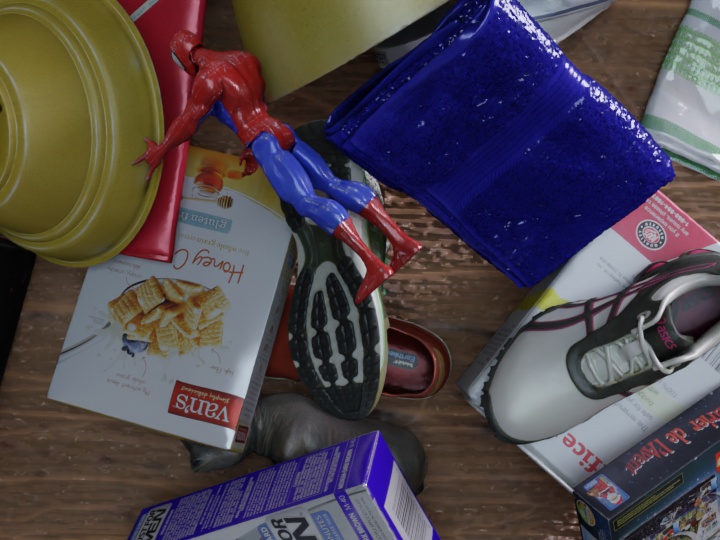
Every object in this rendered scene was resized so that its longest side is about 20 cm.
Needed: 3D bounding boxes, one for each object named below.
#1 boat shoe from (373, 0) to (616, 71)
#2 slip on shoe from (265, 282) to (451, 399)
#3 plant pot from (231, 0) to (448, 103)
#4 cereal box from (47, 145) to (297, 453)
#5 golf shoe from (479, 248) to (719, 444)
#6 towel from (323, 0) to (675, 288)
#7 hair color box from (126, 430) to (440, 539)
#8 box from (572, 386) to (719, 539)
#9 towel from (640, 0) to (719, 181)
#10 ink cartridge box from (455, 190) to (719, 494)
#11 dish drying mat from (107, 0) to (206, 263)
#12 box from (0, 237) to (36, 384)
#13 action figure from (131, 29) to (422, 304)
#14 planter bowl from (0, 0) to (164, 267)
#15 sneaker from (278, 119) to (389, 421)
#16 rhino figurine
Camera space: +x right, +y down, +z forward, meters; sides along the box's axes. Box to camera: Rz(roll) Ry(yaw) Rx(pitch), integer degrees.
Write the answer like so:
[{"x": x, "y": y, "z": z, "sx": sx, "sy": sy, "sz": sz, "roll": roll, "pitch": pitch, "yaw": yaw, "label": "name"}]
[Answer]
[{"x": 0.110, "y": -0.170, "z": 0.798, "sx": 0.197, "sy": 0.071, "sz": 0.071, "roll": -23, "pitch": 117, "yaw": -6, "label": "boat shoe"}, {"x": -0.029, "y": 0.053, "z": 0.786, "sx": 0.197, "sy": 0.061, "sz": 0.075, "roll": 13, "pitch": 91, "yaw": 1, "label": "slip on shoe"}, {"x": -0.013, "y": -0.224, "z": 0.709, "sx": 0.198, "sy": 0.200, "sz": 0.143, "roll": -30, "pitch": 102, "yaw": -2, "label": "plant pot"}, {"x": -0.125, "y": 0.014, "z": 0.765, "sx": 0.142, "sy": 0.040, "sz": 0.203, "roll": 13, "pitch": 78, "yaw": 11, "label": "cereal box"}, {"x": 0.166, "y": 0.046, "z": 0.696, "sx": 0.198, "sy": 0.088, "sz": 0.078, "roll": -32, "pitch": 90, "yaw": 0, "label": "golf shoe"}, {"x": 0.093, "y": -0.074, "z": 0.690, "sx": 0.199, "sy": 0.050, "sz": 0.147, "roll": 34, "pitch": 125, "yaw": -31, "label": "towel"}, {"x": -0.054, "y": 0.196, "z": 0.734, "sx": 0.198, "sy": 0.065, "sz": 0.110, "roll": -21, "pitch": 112, "yaw": 22, "label": "hair color box"}, {"x": 0.243, "y": 0.156, "z": 0.746, "sx": 0.198, "sy": 0.038, "sz": 0.138, "roll": -29, "pitch": 124, "yaw": -18, "label": "box"}, {"x": 0.312, "y": -0.161, "z": 0.815, "sx": 0.147, "sy": 0.031, "sz": 0.202, "roll": 24, "pitch": 88, "yaw": -2, "label": "towel"}, {"x": 0.185, "y": 0.057, "z": 0.781, "sx": 0.145, "sy": 0.083, "sz": 0.201, "roll": 40, "pitch": 88, "yaw": 0, "label": "ink cartridge box"}, {"x": -0.152, "y": -0.112, "z": 0.747, "sx": 0.076, "sy": 0.018, "sz": 0.204, "roll": 9, "pitch": 91, "yaw": 14, "label": "dish drying mat"}, {"x": -0.315, "y": 0.066, "z": 0.747, "sx": 0.104, "sy": 0.122, "sz": 0.203, "roll": 15, "pitch": 89, "yaw": -1, "label": "box"}, {"x": -0.063, "y": -0.057, "z": 0.674, "sx": 0.201, "sy": 0.065, "sz": 0.099, "roll": 51, "pitch": 129, "yaw": 2, "label": "action figure"}, {"x": -0.229, "y": -0.096, "z": 0.711, "sx": 0.198, "sy": 0.083, "sz": 0.204, "roll": 8, "pitch": 104, "yaw": 33, "label": "planter bowl"}, {"x": 0.000, "y": 0.000, "z": 0.740, "sx": 0.076, "sy": 0.088, "sz": 0.204, "roll": -5, "pitch": 88, "yaw": 34, "label": "sneaker"}, {"x": -0.043, "y": 0.137, "z": 0.786, "sx": 0.197, "sy": 0.060, "sz": 0.089, "roll": 17, "pitch": 92, "yaw": 0, "label": "rhino figurine"}]
